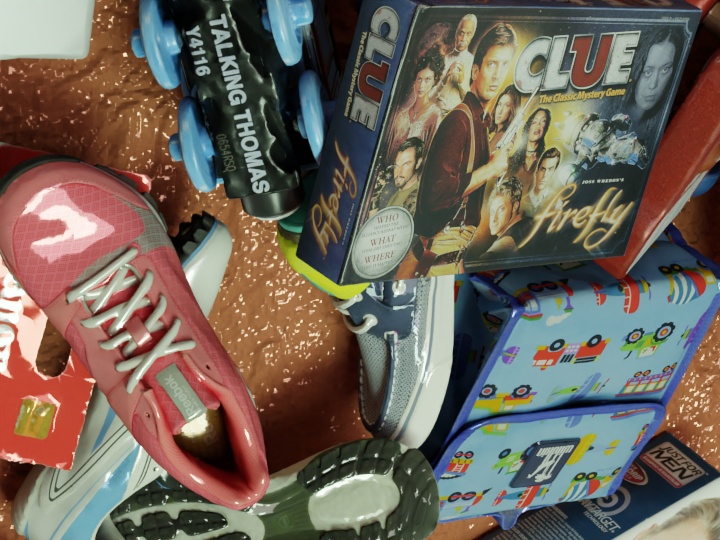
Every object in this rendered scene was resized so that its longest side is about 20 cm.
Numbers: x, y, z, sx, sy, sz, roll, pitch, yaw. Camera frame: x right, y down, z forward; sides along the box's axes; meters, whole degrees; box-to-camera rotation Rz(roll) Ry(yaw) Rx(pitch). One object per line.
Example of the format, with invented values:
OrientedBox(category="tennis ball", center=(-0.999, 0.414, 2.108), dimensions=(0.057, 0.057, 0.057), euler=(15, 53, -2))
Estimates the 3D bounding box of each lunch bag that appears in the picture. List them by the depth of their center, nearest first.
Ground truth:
OrientedBox(category="lunch bag", center=(0.099, 0.066, 1.181), dimensions=(0.150, 0.094, 0.200), euler=(-7, 130, -30))

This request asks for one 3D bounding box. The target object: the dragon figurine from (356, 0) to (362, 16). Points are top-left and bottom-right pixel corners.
OrientedBox(category="dragon figurine", center=(0.010, -0.159, 0.987), dimensions=(0.059, 0.099, 0.201), euler=(-25, 125, -18))

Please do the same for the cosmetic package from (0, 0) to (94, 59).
OrientedBox(category="cosmetic package", center=(-0.161, -0.196, 0.881), dimensions=(0.101, 0.071, 0.201), euler=(-2, 115, -31))

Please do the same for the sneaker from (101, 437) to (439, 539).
OrientedBox(category="sneaker", center=(-0.057, 0.140, 1.116), dimensions=(0.199, 0.089, 0.077), euler=(-8, 82, -2))

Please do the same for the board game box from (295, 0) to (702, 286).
OrientedBox(category="board game box", center=(0.069, -0.067, 0.975), dimensions=(0.200, 0.035, 0.136), euler=(-6, 120, -43))

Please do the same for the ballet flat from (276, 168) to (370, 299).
OrientedBox(category="ballet flat", center=(0.041, -0.063, 1.025), dimensions=(0.200, 0.067, 0.067), euler=(-44, 125, -13))

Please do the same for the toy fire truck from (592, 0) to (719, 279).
OrientedBox(category="toy fire truck", center=(0.197, -0.094, 1.116), dimensions=(0.168, 0.112, 0.200), euler=(-58, 172, 34))

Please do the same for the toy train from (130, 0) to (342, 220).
OrientedBox(category="toy train", center=(-0.059, -0.125, 0.954), dimensions=(0.086, 0.114, 0.201), euler=(-10, 116, 8))

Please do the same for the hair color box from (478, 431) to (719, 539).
OrientedBox(category="hair color box", center=(0.134, 0.194, 1.270), dimensions=(0.200, 0.061, 0.100), euler=(-28, 126, -18))

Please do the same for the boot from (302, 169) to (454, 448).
OrientedBox(category="boot", center=(0.000, 0.000, 1.090), dimensions=(0.090, 0.073, 0.201), euler=(0, 106, -25))

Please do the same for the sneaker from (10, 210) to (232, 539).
OrientedBox(category="sneaker", center=(-0.108, 0.062, 1.039), dimensions=(0.072, 0.072, 0.200), euler=(25, 107, -9))

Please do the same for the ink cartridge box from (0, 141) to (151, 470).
OrientedBox(category="ink cartridge box", center=(-0.208, 0.014, 0.944), dimensions=(0.199, 0.050, 0.161), euler=(13, 107, -16))

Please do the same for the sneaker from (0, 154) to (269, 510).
OrientedBox(category="sneaker", center=(-0.093, 0.030, 0.944), dimensions=(0.074, 0.087, 0.200), euler=(-36, 121, -6))
